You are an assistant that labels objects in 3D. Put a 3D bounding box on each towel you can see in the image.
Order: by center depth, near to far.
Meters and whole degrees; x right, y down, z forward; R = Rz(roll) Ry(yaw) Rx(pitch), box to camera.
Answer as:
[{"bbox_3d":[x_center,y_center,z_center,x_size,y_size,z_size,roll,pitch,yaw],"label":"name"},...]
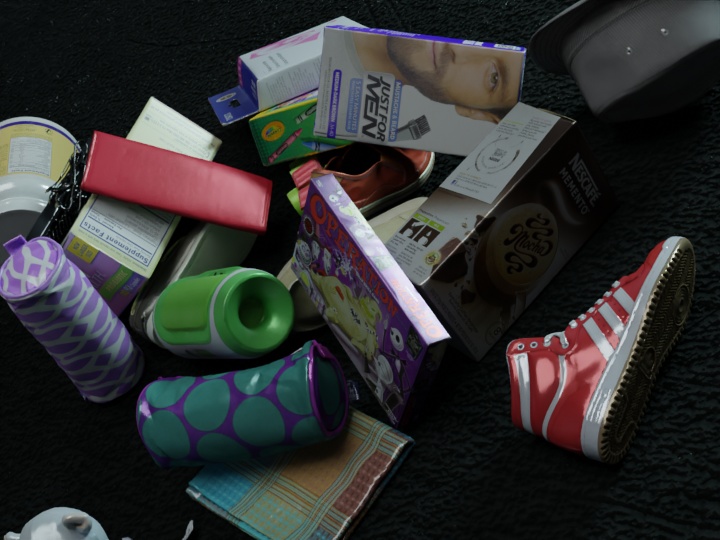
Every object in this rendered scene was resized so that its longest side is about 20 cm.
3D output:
[{"bbox_3d":[-0.059,0.175,1.116,0.199,0.022,0.147,18,66,48],"label":"towel"}]

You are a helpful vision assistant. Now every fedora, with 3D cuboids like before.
[{"bbox_3d":[0.264,-0.198,1.145,0.199,0.177,0.091,-22,69,15],"label":"fedora"}]

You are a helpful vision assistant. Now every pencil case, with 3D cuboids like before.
[{"bbox_3d":[-0.106,0.122,1.121,0.199,0.085,0.093,-14,61,27],"label":"pencil case"},{"bbox_3d":[-0.299,0.054,1.297,0.083,0.201,0.086,-27,44,-2],"label":"pencil case"}]

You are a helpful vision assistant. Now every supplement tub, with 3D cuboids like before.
[{"bbox_3d":[-0.423,-0.087,1.578,0.145,0.146,0.201,-29,39,12],"label":"supplement tub"}]

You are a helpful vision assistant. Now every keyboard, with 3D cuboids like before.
[{"bbox_3d":[-0.329,-0.067,1.412,0.039,0.105,0.201,14,48,4],"label":"keyboard"}]

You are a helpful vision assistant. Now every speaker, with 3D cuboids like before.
[{"bbox_3d":[-0.139,0.044,1.221,0.089,0.088,0.200,-55,21,-20],"label":"speaker"}]

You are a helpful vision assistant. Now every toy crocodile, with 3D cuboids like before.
[{"bbox_3d":[-0.042,-0.073,1.320,0.067,0.062,0.201,-31,38,9],"label":"toy crocodile"}]

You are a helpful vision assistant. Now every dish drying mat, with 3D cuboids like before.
[{"bbox_3d":[-0.193,-0.091,1.322,0.018,0.198,0.077,123,157,-57],"label":"dish drying mat"}]

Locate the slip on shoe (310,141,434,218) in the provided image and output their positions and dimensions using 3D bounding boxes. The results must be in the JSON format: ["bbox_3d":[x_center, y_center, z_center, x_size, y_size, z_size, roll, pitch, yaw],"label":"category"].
[{"bbox_3d":[0.014,-0.104,1.258,0.074,0.062,0.200,10,28,33],"label":"slip on shoe"}]

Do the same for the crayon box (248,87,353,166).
[{"bbox_3d":[-0.008,-0.178,1.359,0.199,0.059,0.119,-12,16,29],"label":"crayon box"}]

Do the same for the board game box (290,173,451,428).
[{"bbox_3d":[0.003,0.025,1.090,0.032,0.121,0.200,-14,53,-31],"label":"board game box"}]

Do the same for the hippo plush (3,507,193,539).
[{"bbox_3d":[-0.204,0.261,1.033,0.158,0.161,0.201,-18,42,25],"label":"hippo plush"}]

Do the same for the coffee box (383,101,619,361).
[{"bbox_3d":[0.124,-0.036,1.105,0.200,0.113,0.080,-47,38,-10],"label":"coffee box"}]

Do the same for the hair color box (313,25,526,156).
[{"bbox_3d":[0.059,-0.177,1.228,0.198,0.110,0.065,8,13,6],"label":"hair color box"}]

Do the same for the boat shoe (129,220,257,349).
[{"bbox_3d":[-0.181,-0.009,1.362,0.060,0.072,0.202,18,68,42],"label":"boat shoe"}]

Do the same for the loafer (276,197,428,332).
[{"bbox_3d":[0.000,0.000,1.200,0.199,0.076,0.068,-32,32,8],"label":"loafer"}]

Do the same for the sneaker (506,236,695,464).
[{"bbox_3d":[0.189,0.052,0.997,0.112,0.071,0.201,10,61,41],"label":"sneaker"}]

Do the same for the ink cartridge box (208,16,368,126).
[{"bbox_3d":[-0.086,-0.240,1.458,0.199,0.044,0.196,-22,20,-6],"label":"ink cartridge box"}]

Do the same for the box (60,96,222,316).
[{"bbox_3d":[-0.262,-0.060,1.400,0.176,0.096,0.201,-40,21,55],"label":"box"}]
